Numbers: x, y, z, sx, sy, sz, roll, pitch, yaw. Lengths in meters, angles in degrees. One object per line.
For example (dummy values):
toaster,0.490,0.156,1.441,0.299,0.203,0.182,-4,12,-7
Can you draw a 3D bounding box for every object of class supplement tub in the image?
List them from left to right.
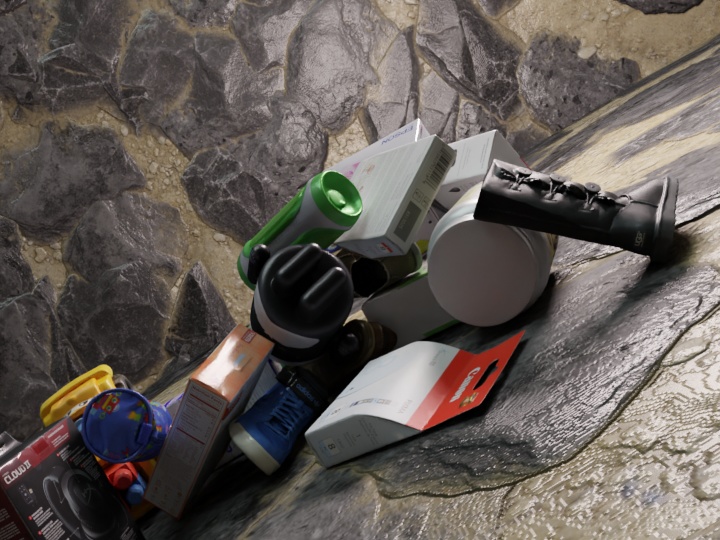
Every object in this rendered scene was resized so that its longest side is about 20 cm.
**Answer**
supplement tub,0.161,-0.025,0.931,0.144,0.146,0.200,-29,6,24

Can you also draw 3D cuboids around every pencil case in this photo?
pencil case,-0.266,0.186,0.903,0.200,0.086,0.079,118,166,-75

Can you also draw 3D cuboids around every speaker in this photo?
speaker,-0.085,-0.048,1.045,0.200,0.089,0.088,-39,-1,36

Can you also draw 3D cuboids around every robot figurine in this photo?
robot figurine,-0.075,0.044,0.975,0.123,0.152,0.200,-3,-24,-15

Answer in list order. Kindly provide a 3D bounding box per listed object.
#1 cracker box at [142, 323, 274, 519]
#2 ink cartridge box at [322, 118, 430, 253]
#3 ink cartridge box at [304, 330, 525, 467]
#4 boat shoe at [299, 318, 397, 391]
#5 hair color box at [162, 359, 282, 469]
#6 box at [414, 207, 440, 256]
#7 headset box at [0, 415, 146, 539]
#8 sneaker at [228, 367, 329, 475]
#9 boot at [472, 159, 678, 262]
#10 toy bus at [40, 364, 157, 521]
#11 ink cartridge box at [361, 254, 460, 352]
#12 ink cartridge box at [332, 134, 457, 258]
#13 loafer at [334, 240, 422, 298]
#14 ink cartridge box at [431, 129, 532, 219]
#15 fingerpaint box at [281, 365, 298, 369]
cracker box,-0.182,0.180,0.929,0.202,0.057,0.134,-63,-4,27
ink cartridge box,0.009,-0.124,1.161,0.195,0.043,0.201,-24,31,27
ink cartridge box,0.056,0.114,0.783,0.199,0.048,0.160,-31,5,34
boat shoe,-0.021,0.127,1.075,0.067,0.073,0.200,5,-27,-34
hair color box,-0.188,0.199,1.063,0.198,0.110,0.065,-31,5,3
box,0.037,-0.026,1.202,0.116,0.061,0.200,-36,4,-29
headset box,-0.312,0.254,0.773,0.077,0.202,0.149,-30,6,10
sneaker,-0.090,0.168,0.920,0.111,0.077,0.200,-45,0,-3
boot,0.234,-0.077,0.834,0.197,0.067,0.165,12,23,18
toy bus,-0.342,0.251,1.040,0.135,0.201,0.192,-33,13,-8
ink cartridge box,0.108,0.024,1.121,0.144,0.085,0.200,-28,6,28
ink cartridge box,0.028,-0.091,1.054,0.199,0.050,0.164,-9,49,61
loafer,0.000,0.000,1.081,0.069,0.076,0.199,-31,4,-38
ink cartridge box,0.156,-0.119,1.181,0.198,0.145,0.084,-11,53,43
fingerpaint box,-0.133,0.144,1.206,0.199,0.074,0.167,-32,-15,-11
